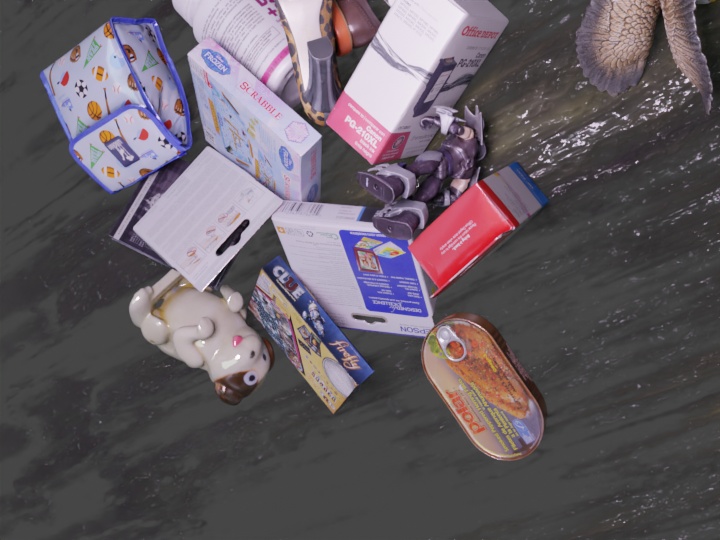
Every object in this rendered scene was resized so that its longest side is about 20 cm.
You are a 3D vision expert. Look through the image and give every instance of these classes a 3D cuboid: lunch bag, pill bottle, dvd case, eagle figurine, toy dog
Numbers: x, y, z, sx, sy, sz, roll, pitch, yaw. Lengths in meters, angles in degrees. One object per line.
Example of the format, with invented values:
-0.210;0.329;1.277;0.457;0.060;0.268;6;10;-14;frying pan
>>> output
-0.342;-0.231;1.248;0.167;0.123;0.204;-21;94;30;lunch bag
-0.146;-0.310;1.129;0.200;0.113;0.114;45;118;11;pill bottle
-0.249;-0.076;1.252;0.197;0.016;0.151;24;77;20;dvd case
0.310;-0.273;0.890;0.147;0.152;0.205;13;105;3;eagle figurine
-0.220;0.104;1.261;0.198;0.139;0.196;33;133;16;toy dog

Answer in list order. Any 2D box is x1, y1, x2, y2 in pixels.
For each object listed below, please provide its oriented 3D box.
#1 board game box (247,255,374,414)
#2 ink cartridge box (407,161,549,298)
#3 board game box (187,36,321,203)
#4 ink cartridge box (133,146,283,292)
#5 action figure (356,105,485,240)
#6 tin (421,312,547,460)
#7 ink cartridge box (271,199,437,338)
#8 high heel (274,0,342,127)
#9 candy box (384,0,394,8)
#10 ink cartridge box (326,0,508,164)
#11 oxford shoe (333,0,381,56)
-0.073;0.091;1.197;0.201;0.034;0.136;50;152;8;board game box
0.132;-0.049;0.994;0.068;0.199;0.116;50;119;6;ink cartridge box
-0.132;-0.172;1.128;0.199;0.041;0.201;43;162;12;board game box
-0.200;-0.064;1.171;0.161;0.047;0.199;-48;49;-8;ink cartridge box
0.085;-0.118;1.010;0.068;0.199;0.133;16;129;37;action figure
0.159;0.148;1.119;0.111;0.042;0.202;-35;89;26;tin
0.000;0.000;1.141;0.193;0.048;0.202;6;140;24;ink cartridge box
-0.062;-0.280;1.049;0.070;0.143;0.204;-10;62;-5;high heel
0.066;-0.424;1.012;0.168;0.071;0.201;46;118;11;candy box
0.068;-0.234;1.014;0.084;0.144;0.202;41;118;14;ink cartridge box
-0.033;-0.368;1.094;0.071;0.071;0.204;-21;81;-10;oxford shoe
